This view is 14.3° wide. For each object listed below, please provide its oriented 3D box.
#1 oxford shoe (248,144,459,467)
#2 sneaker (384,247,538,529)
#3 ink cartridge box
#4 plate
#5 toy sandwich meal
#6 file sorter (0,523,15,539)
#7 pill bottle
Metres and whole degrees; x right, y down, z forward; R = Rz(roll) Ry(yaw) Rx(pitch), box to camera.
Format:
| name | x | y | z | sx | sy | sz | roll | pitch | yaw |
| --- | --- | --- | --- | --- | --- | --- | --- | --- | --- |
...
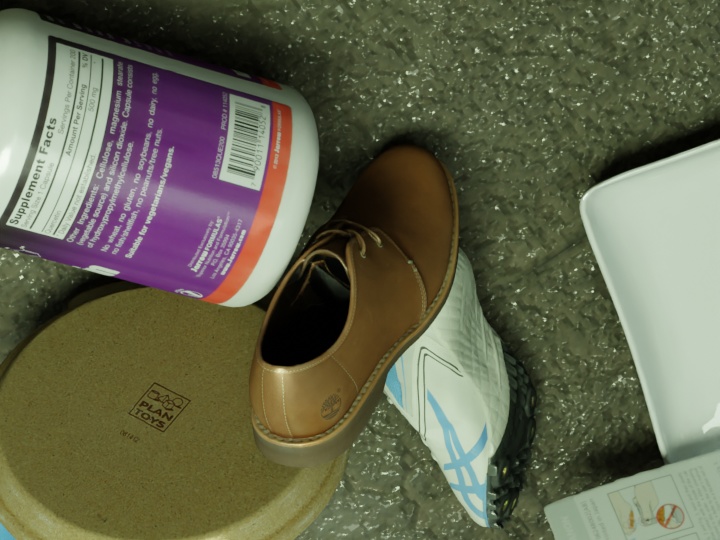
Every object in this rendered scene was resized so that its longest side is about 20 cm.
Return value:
| name | x | y | z | sx | sy | sz | roll | pitch | yaw |
| --- | --- | --- | --- | --- | --- | --- | --- | --- | --- |
| oxford shoe | 0.000 | 0.000 | 1.392 | 0.071 | 0.200 | 0.071 | 8 | 136 | 18 |
| sneaker | 0.043 | 0.058 | 1.515 | 0.072 | 0.072 | 0.200 | 5 | 137 | 29 |
| ink cartridge box | 0.216 | 0.172 | 1.530 | 0.199 | 0.160 | 0.047 | -16 | 149 | -9 |
| plate | 0.230 | -0.004 | 1.534 | 0.199 | 0.032 | 0.200 | -21 | 123 | 1 |
| toy sandwich meal | -0.098 | 0.084 | 1.415 | 0.204 | 0.206 | 0.070 | -10 | 139 | -7 |
| file sorter | -0.252 | 0.202 | 1.477 | 0.138 | 0.123 | 0.200 | 24 | 112 | -15 |
| pill bottle | -0.128 | -0.057 | 1.371 | 0.199 | 0.113 | 0.113 | 15 | 115 | -20 |
